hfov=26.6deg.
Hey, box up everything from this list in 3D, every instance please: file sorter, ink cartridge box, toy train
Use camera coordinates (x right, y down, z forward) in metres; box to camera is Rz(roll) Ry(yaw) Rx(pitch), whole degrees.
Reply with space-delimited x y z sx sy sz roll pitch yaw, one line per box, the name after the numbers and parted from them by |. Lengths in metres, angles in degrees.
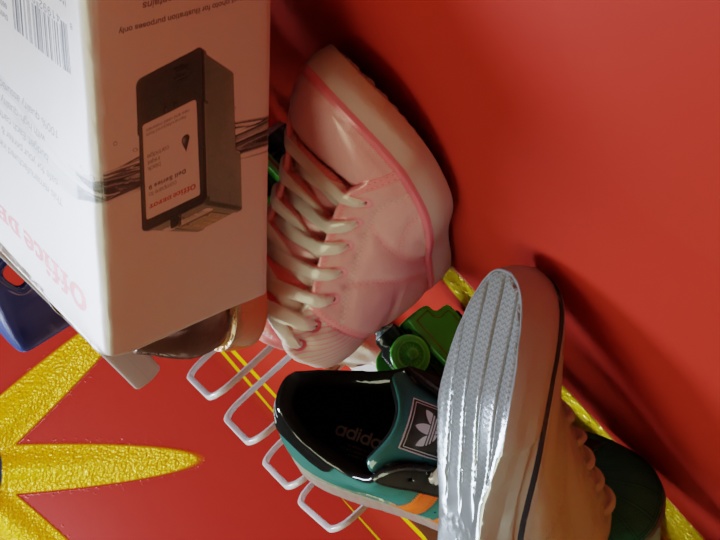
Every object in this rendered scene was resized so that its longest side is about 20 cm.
-0.050 0.083 1.168 0.200 0.124 0.139 50 171 -13 | file sorter
-0.108 -0.090 0.621 0.146 0.084 0.201 40 139 39 | ink cartridge box
0.000 0.000 0.821 0.200 0.056 0.042 48 159 -1 | toy train

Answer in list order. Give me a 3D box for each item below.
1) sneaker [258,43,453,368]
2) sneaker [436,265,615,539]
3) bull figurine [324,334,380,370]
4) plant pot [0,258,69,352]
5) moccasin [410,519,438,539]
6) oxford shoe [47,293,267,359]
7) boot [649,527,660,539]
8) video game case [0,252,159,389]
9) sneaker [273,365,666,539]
-0.016 -0.015 0.700 0.075 0.104 0.200 47 170 22 | sneaker
0.076 0.093 0.681 0.073 0.070 0.202 -135 46 -61 | sneaker
-0.048 -0.002 1.001 0.200 0.065 0.121 48 167 -5 | bull figurine
-0.237 -0.090 1.118 0.200 0.199 0.181 33 156 56 | plant pot
0.076 0.199 0.826 0.073 0.078 0.202 20 143 58 | moccasin
-0.127 -0.019 0.736 0.200 0.072 0.072 32 126 44 | oxford shoe
0.122 0.148 0.869 0.096 0.073 0.201 49 164 32 | boot
-0.212 -0.034 0.880 0.200 0.023 0.182 43 172 36 | video game case
0.047 0.093 0.742 0.198 0.072 0.080 9 160 20 | sneaker
